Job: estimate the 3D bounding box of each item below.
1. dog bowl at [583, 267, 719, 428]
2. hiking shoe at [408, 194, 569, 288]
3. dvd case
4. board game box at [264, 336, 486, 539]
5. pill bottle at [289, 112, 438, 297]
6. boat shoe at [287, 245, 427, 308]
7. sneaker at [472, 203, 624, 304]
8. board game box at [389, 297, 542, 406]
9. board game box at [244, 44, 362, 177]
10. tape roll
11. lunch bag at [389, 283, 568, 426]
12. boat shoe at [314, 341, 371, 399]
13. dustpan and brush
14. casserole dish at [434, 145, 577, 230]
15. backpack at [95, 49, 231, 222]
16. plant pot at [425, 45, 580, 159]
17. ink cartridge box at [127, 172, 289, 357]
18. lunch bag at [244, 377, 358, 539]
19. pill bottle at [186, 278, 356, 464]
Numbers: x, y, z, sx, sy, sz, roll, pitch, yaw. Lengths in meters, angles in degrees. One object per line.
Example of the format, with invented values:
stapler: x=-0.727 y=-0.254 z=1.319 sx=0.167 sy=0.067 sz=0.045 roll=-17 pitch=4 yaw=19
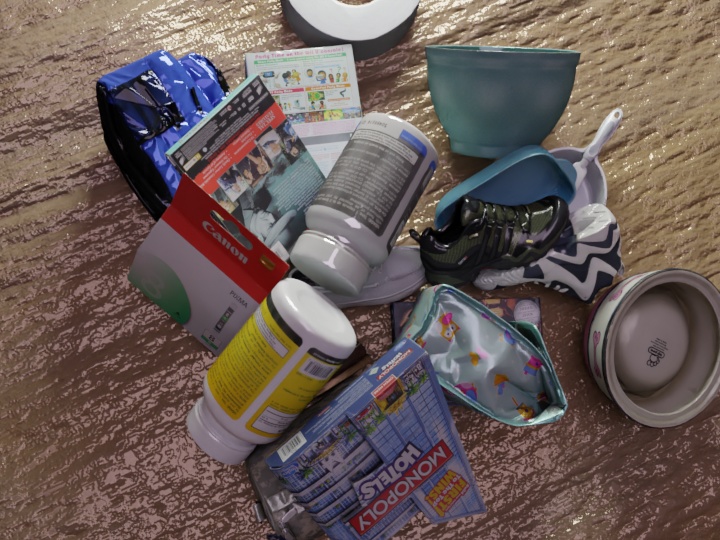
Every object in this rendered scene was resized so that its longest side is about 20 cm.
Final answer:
dog bowl: x=0.375 y=0.094 z=1.060 sx=0.197 sy=0.074 sz=0.204 roll=-3 pitch=98 yaw=-19
hiking shoe: x=0.162 y=-0.052 z=1.015 sx=0.198 sy=0.101 sz=0.076 roll=-26 pitch=40 yaw=3
dvd case: x=-0.120 y=-0.106 z=0.981 sx=0.146 sy=0.022 sz=0.201 roll=-47 pitch=122 yaw=-17
board game box: x=0.036 y=0.214 z=0.877 sx=0.199 sy=0.062 sz=0.201 roll=-40 pitch=111 yaw=-8
pill bottle: x=0.003 y=-0.077 z=0.993 sx=0.113 sy=0.114 sz=0.202 roll=30 pitch=74 yaw=0
boat shoe: x=0.000 y=0.000 z=1.061 sx=0.197 sy=0.069 sz=0.073 roll=-8 pitch=61 yaw=-4
sneaker: x=0.254 y=0.006 z=1.083 sx=0.197 sy=0.080 sz=0.130 roll=-27 pitch=123 yaw=13
board game box: x=0.141 y=0.108 z=1.079 sx=0.196 sy=0.035 sz=0.138 roll=-2 pitch=81 yaw=-6
board game box: x=-0.071 y=-0.188 z=1.095 sx=0.145 sy=0.064 sz=0.203 roll=-6 pitch=83 yaw=-8
tape roll: x=-0.012 y=-0.397 z=1.135 sx=0.197 sy=0.066 sz=0.204 roll=1 pitch=81 yaw=-5
lunch bag: x=0.145 y=0.106 z=0.975 sx=0.198 sy=0.170 sz=0.123 roll=30 pitch=86 yaw=1
boat shoe: x=-0.083 y=0.139 z=1.034 sx=0.198 sy=0.070 sz=0.071 roll=-30 pitch=86 yaw=-10
dustpan and brush: x=0.294 y=-0.134 z=1.122 sx=0.139 sy=0.057 sz=0.201 roll=35 pitch=79 yaw=1
casserole dish: x=0.182 y=-0.091 z=1.062 sx=0.199 sy=0.121 sz=0.039 roll=-32 pitch=44 yaw=21
backpack: x=-0.217 y=-0.153 z=1.025 sx=0.166 sy=0.163 sz=0.202 roll=-30 pitch=84 yaw=-13
plant pot: x=0.180 y=-0.220 z=1.074 sx=0.197 sy=0.201 sz=0.136 roll=-1 pitch=107 yaw=-6
ink cartridge box: x=-0.182 y=0.004 z=0.960 sx=0.160 sy=0.200 sz=0.050 roll=41 pitch=54 yaw=0
lunch bag: x=-0.037 y=0.226 z=0.974 sx=0.198 sy=0.168 sz=0.141 roll=-30 pitch=84 yaw=-9
pill bottle: x=-0.104 y=0.117 z=0.922 sx=0.112 sy=0.112 sz=0.200 roll=41 pitch=105 yaw=3
